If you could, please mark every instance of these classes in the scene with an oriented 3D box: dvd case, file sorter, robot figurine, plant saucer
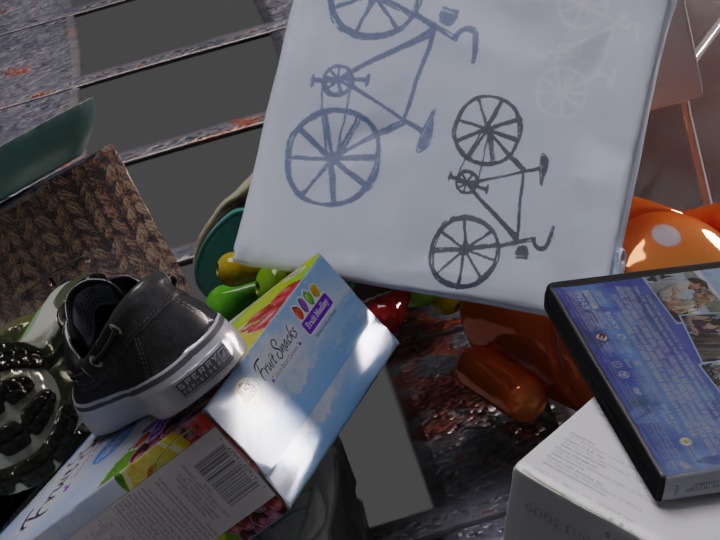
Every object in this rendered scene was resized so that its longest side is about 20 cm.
[{"bbox_3d":[0.200,0.042,1.229,0.199,0.018,0.143,-7,38,-17],"label":"dvd case"},{"bbox_3d":[0.133,-0.072,1.573,0.199,0.140,0.125,-3,25,29],"label":"file sorter"},{"bbox_3d":[0.128,0.016,1.381,0.143,0.118,0.200,2,11,-29],"label":"robot figurine"},{"bbox_3d":[-0.229,-0.037,1.488,0.199,0.028,0.200,-30,5,3],"label":"plant saucer"}]

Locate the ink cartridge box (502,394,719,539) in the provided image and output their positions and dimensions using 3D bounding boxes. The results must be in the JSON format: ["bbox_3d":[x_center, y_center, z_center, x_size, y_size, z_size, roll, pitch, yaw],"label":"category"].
[{"bbox_3d":[0.165,0.084,1.225,0.109,0.051,0.200,28,41,26],"label":"ink cartridge box"}]

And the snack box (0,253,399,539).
[{"bbox_3d":[-0.093,0.099,1.282,0.200,0.068,0.169,-39,8,29],"label":"snack box"}]

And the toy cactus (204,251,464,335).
[{"bbox_3d":[0.000,0.000,1.421,0.165,0.102,0.200,-47,11,-29],"label":"toy cactus"}]

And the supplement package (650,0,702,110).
[{"bbox_3d":[0.093,-0.180,1.477,0.151,0.152,0.200,-13,24,6],"label":"supplement package"}]

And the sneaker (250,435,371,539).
[{"bbox_3d":[-0.039,0.137,1.258,0.080,0.071,0.201,-14,21,12],"label":"sneaker"}]

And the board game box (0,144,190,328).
[{"bbox_3d":[-0.224,0.027,1.542,0.159,0.097,0.200,-32,6,-37],"label":"board game box"}]

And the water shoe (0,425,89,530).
[{"bbox_3d":[-0.217,0.134,1.386,0.079,0.072,0.200,1,25,41],"label":"water shoe"}]

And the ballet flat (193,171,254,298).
[{"bbox_3d":[-0.035,-0.044,1.538,0.069,0.070,0.200,-31,-8,-37],"label":"ballet flat"}]

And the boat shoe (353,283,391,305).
[{"bbox_3d":[-0.046,0.039,1.528,0.199,0.060,0.072,-20,-12,-16],"label":"boat shoe"}]

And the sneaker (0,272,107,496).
[{"bbox_3d":[-0.187,0.071,1.355,0.088,0.077,0.200,-24,6,31],"label":"sneaker"}]

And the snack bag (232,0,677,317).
[{"bbox_3d":[0.050,-0.076,1.330,0.198,0.190,0.021,10,-15,11],"label":"snack bag"}]

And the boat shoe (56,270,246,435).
[{"bbox_3d":[-0.110,0.032,1.238,0.070,0.066,0.200,-42,8,-12],"label":"boat shoe"}]
